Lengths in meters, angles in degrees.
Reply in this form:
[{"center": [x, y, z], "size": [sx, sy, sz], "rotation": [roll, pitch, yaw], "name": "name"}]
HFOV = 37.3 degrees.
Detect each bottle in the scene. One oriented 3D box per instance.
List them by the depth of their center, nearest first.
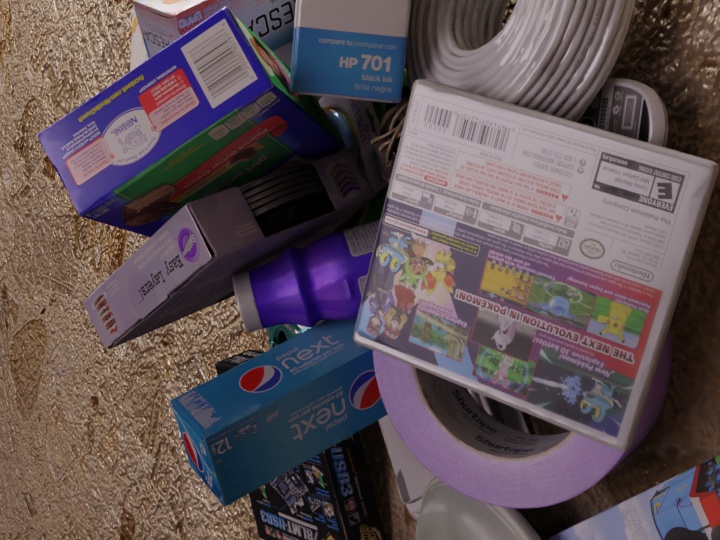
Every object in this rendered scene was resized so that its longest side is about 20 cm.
[{"center": [0.000, 0.000, 0.839], "size": [0.084, 0.198, 0.066], "rotation": [-114, 9, -74], "name": "bottle"}]

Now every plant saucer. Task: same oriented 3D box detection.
[{"center": [0.091, 0.255, 0.814], "size": [0.200, 0.050, 0.202], "rotation": [42, 143, 43], "name": "plant saucer"}]

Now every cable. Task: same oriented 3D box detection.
[{"center": [0.106, -0.183, 0.734], "size": [0.200, 0.069, 0.201], "rotation": [-51, 39, 37], "name": "cable"}]

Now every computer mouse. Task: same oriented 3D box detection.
[{"center": [0.152, -0.095, 0.747], "size": [0.200, 0.043, 0.111], "rotation": [23, 108, 60], "name": "computer mouse"}]

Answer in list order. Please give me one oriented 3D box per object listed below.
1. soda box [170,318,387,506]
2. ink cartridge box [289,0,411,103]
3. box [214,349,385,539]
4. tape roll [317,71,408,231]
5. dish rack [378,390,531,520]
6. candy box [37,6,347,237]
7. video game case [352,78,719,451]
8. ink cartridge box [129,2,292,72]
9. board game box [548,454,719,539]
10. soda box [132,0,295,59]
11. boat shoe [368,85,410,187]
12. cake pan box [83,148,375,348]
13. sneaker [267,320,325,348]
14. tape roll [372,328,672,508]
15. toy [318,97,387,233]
[{"center": [-0.041, 0.096, 0.829], "size": [0.064, 0.199, 0.068], "rotation": [33, 141, 50], "name": "soda box"}, {"center": [-0.002, -0.233, 0.783], "size": [0.147, 0.085, 0.202], "rotation": [-91, 7, -75], "name": "ink cartridge box"}, {"center": [-0.062, 0.185, 1.056], "size": [0.199, 0.049, 0.201], "rotation": [-1, 107, 58], "name": "box"}, {"center": [-0.010, -0.096, 0.983], "size": [0.200, 0.048, 0.203], "rotation": [9, 101, 56], "name": "tape roll"}, {"center": [0.059, 0.107, 0.904], "size": [0.172, 0.043, 0.202], "rotation": [-43, 59, 48], "name": "dish rack"}, {"center": [-0.119, -0.098, 0.824], "size": [0.168, 0.200, 0.078], "rotation": [-32, 79, 9], "name": "candy box"}, {"center": [0.102, -0.007, 0.675], "size": [0.198, 0.023, 0.184], "rotation": [20, 106, 24], "name": "video game case"}, {"center": [-0.134, -0.248, 1.025], "size": [0.145, 0.146, 0.202], "rotation": [-54, 33, 44], "name": "ink cartridge box"}, {"center": [0.217, 0.212, 0.680], "size": [0.200, 0.036, 0.153], "rotation": [-47, 56, 49], "name": "board game box"}, {"center": [-0.084, -0.223, 0.875], "size": [0.063, 0.199, 0.069], "rotation": [28, 141, 41], "name": "soda box"}, {"center": [0.038, -0.088, 0.804], "size": [0.074, 0.073, 0.200], "rotation": [-44, 16, 15], "name": "boat shoe"}, {"center": [-0.106, -0.018, 0.871], "size": [0.200, 0.183, 0.053], "rotation": [-35, 85, 46], "name": "cake pan box"}, {"center": [-0.075, 0.044, 1.036], "size": [0.200, 0.077, 0.081], "rotation": [177, 101, -73], "name": "sneaker"}, {"center": [0.108, 0.056, 0.735], "size": [0.198, 0.065, 0.203], "rotation": [4, 99, 31], "name": "tape roll"}, {"center": [-0.050, -0.089, 0.960], "size": [0.200, 0.047, 0.116], "rotation": [-40, 62, 51], "name": "toy"}]
